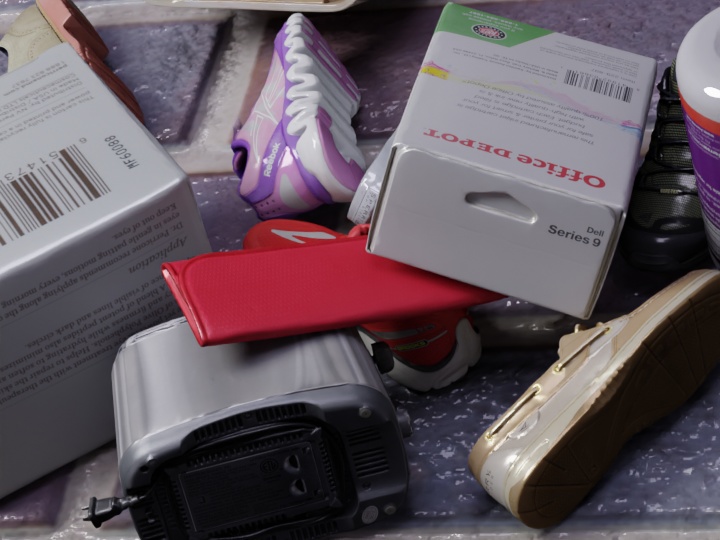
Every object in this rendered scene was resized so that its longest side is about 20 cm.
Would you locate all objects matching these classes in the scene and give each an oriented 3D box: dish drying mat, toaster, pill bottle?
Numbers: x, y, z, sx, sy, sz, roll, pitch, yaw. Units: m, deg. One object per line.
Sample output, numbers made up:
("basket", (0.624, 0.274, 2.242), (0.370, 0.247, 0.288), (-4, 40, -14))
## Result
("dish drying mat", (-0.014, 0.006, 1.658), (0.200, 0.018, 0.077), (-7, 41, -23))
("toaster", (-0.072, 0.094, 1.657), (0.200, 0.114, 0.129), (-16, 36, -1))
("pill bottle", (0.256, -0.060, 1.649), (0.112, 0.200, 0.113), (-10, 41, 9))

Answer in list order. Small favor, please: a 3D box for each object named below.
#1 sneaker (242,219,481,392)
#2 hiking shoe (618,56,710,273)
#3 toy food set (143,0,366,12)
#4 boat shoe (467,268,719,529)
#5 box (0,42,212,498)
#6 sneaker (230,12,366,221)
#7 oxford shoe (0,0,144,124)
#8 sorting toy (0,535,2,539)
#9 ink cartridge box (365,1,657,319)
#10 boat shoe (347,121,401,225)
("sneaker", (0.000, 0.000, 1.758), (0.200, 0.085, 0.077), (26, 54, 38))
("hiking shoe", (0.208, -0.086, 1.772), (0.076, 0.101, 0.200), (5, 45, 24))
("toy food set", (-0.054, -0.231, 2.012), (0.200, 0.060, 0.143), (5, 17, 24))
("boat shoe", (0.142, 0.063, 1.641), (0.200, 0.074, 0.069), (-42, 45, -19))
("box", (-0.212, -0.001, 1.765), (0.199, 0.171, 0.200), (-28, 41, -13))
("sneaker", (-0.051, -0.101, 1.905), (0.088, 0.080, 0.200), (-32, 31, 18))
("oxford shoe", (-0.212, -0.128, 2.005), (0.074, 0.071, 0.200), (-38, 37, 7))
("sorting toy", (-0.273, 0.222, 1.599), (0.200, 0.107, 0.180), (-33, 50, -19))
("ink cartridge box", (0.097, -0.071, 1.709), (0.145, 0.088, 0.200), (16, 31, 2))
("boat shoe", (0.052, -0.072, 1.840), (0.071, 0.072, 0.200), (30, 39, 2))
